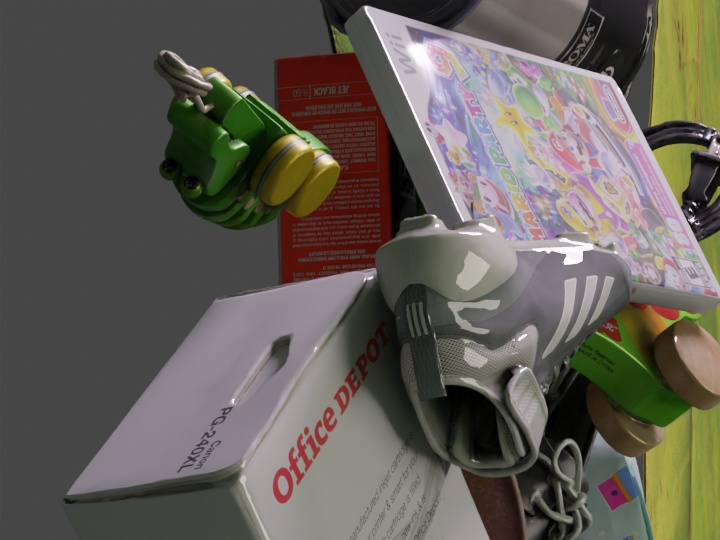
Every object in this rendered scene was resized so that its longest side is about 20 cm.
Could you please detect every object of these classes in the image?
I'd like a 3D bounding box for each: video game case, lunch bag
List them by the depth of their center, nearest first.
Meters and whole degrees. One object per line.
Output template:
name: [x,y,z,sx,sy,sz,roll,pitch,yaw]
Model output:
video game case: [0.087,-0.051,1.099,0.199,0.018,0.144,9,50,-47]
lunch bag: [0.108,0.114,1.351,0.200,0.077,0.161,-116,-169,-49]

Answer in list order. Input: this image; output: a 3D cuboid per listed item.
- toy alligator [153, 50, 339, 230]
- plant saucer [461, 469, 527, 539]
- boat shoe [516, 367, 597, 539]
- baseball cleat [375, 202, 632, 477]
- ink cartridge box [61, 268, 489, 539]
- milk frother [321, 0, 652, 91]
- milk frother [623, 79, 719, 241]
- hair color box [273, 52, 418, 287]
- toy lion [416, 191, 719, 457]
toy alligator: [-0.059,-0.048,0.939,0.054,0.059,0.200,-52,164,5]
plant saucer: [-0.001,0.143,1.017,0.200,0.036,0.202,-4,96,-46]
boat shoe: [0.087,0.112,1.155,0.074,0.068,0.200,67,32,-30]
baseball cleat: [0.061,0.032,0.933,0.200,0.069,0.107,7,76,-59]
ink cartridge box: [-0.017,0.122,0.891,0.145,0.083,0.201,-55,129,-51]
milk frother: [0.049,-0.198,1.229,0.188,0.199,0.182,20,95,-59]
milk frother: [0.146,-0.116,1.408,0.188,0.198,0.182,40,58,-77]
hair color box: [0.000,0.000,1.123,0.101,0.061,0.202,18,70,-75]
toy lion: [0.107,-0.013,1.163,0.199,0.069,0.193,25,40,-34]
